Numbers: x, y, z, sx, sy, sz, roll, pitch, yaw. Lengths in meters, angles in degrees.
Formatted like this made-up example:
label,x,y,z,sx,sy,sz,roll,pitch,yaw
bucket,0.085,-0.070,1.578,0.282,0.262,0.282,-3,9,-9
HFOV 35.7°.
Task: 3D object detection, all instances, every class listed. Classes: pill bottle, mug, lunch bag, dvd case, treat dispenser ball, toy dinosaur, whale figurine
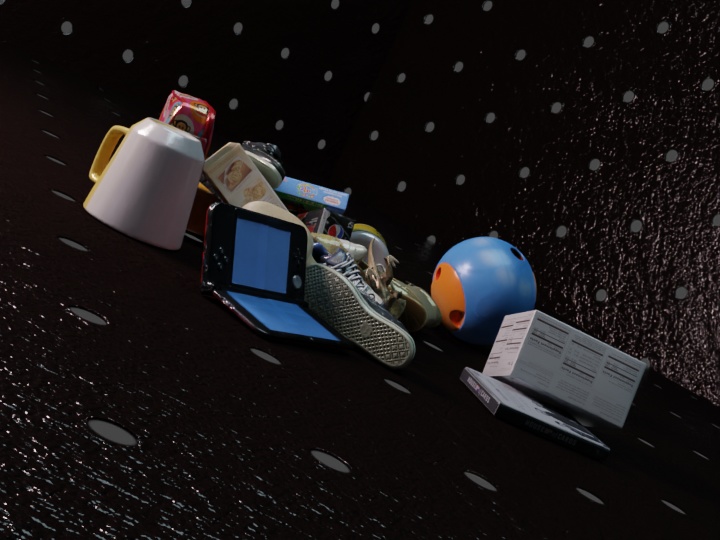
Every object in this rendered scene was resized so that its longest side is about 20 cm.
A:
label,x,y,z,sx,sy,sz,roll,pitch,yaw
pill bottle,-0.003,-0.027,2.087,0.111,0.113,0.200,26,7,-4
mug,-0.311,-0.138,1.590,0.185,0.155,0.149,27,8,5
lunch bag,-0.296,-0.178,1.754,0.081,0.202,0.176,18,10,-21
dvd case,0.256,0.211,1.656,0.198,0.025,0.150,24,8,-19
treat dispenser ball,0.231,0.038,2.104,0.199,0.203,0.201,26,7,-3
toy dinosaur,0.027,0.021,1.733,0.057,0.202,0.101,-10,-26,-12
whale figurine,-0.136,-0.010,1.639,0.158,0.104,0.201,23,32,-26

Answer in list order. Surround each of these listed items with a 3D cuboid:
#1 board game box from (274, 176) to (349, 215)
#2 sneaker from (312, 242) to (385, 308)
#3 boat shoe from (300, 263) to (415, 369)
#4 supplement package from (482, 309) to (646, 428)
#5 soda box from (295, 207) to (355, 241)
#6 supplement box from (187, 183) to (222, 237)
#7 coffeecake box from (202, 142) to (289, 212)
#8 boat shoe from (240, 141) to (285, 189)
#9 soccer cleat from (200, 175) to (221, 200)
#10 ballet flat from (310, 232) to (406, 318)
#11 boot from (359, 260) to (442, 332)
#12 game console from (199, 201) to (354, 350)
label,x,y,z,sx,sy,sz,roll,pitch,yaw
board game box,-0.116,-0.102,2.032,0.149,0.037,0.200,15,-23,-8
sneaker,-0.033,0.016,1.676,0.076,0.086,0.199,-18,31,-32
boat shoe,-0.005,0.065,1.560,0.199,0.075,0.062,37,7,12
supplement package,0.317,0.158,1.768,0.198,0.112,0.156,26,-10,-7
soda box,-0.083,-0.058,1.934,0.063,0.072,0.199,21,-12,-23
supplement box,-0.297,-0.121,1.879,0.068,0.067,0.200,20,9,-28
coffeecake box,-0.169,-0.103,1.794,0.201,0.073,0.153,54,-6,-13
boat shoe,-0.167,-0.187,1.894,0.075,0.066,0.199,58,-19,-21
soccer cleat,-0.215,-0.106,1.928,0.200,0.068,0.081,46,16,5
ballet flat,0.000,0.000,1.815,0.200,0.071,0.071,49,4,-7
boot,0.045,0.039,1.941,0.199,0.073,0.155,30,8,17
game console,-0.100,0.009,1.451,0.118,0.175,0.199,-1,-9,35
